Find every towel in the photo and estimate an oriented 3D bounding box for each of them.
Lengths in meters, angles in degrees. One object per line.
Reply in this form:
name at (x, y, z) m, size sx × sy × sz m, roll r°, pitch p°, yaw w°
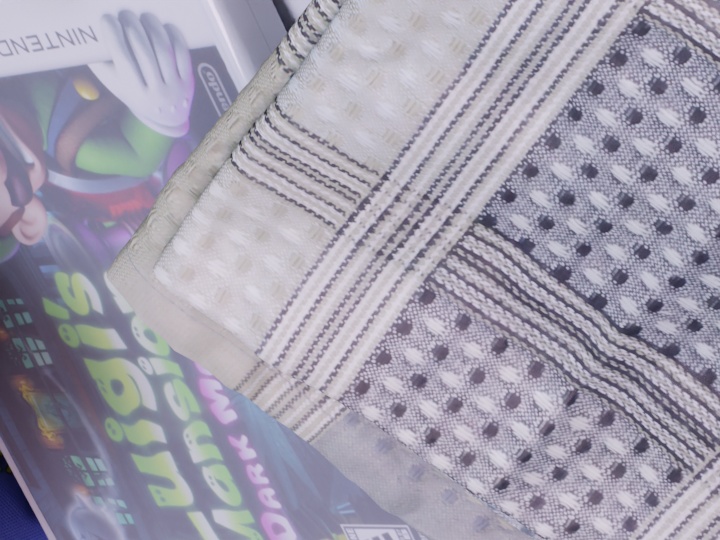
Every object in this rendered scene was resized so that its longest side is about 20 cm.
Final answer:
towel at (0.055, 0.008, 0.684) m, size 0.192 × 0.035 × 0.200 m, roll 35°, pitch 136°, yaw -6°

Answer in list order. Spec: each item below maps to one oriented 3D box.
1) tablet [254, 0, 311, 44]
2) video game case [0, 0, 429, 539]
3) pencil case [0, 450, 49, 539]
tablet at (0.067, -0.061, 0.733) m, size 0.199 × 0.014 × 0.131 m, roll 0°, pitch 127°, yaw 25°
video game case at (-0.062, 0.004, 0.839) m, size 0.181 × 0.023 × 0.201 m, roll -3°, pitch 121°, yaw 44°
pencil case at (-0.064, 0.084, 0.988) m, size 0.199 × 0.087 × 0.078 m, roll 9°, pitch 127°, yaw -6°
